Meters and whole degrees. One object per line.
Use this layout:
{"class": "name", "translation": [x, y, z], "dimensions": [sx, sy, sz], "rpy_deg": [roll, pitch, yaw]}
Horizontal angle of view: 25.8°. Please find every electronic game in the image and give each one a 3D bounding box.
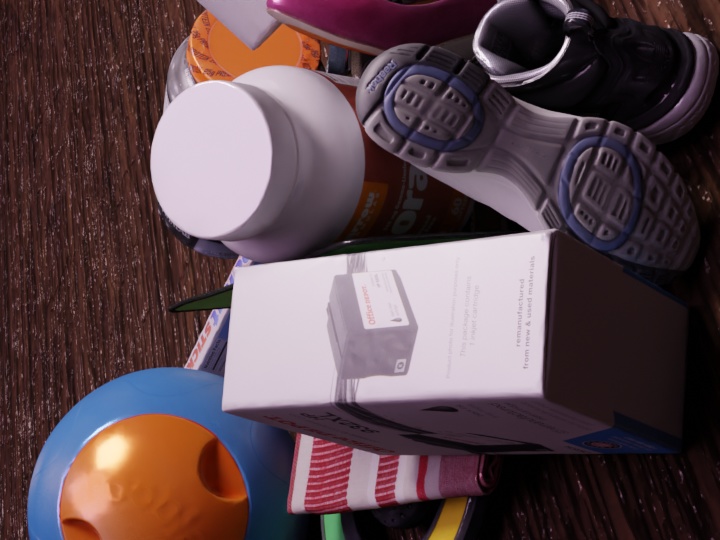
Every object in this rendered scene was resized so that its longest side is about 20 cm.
{"class": "electronic game", "translation": [0.027, 0.125, 1.009], "dimensions": [0.200, 0.041, 0.201], "rpy_deg": [-36, 47, 52]}

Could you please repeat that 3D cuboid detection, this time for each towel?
{"class": "towel", "translation": [0.024, 0.078, 0.982], "dimensions": [0.200, 0.023, 0.145], "rpy_deg": [-19, 57, 52]}

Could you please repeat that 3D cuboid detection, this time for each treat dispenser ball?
{"class": "treat dispenser ball", "translation": [-0.136, 0.170, 1.127], "dimensions": [0.201, 0.200, 0.202], "rpy_deg": [-37, 46, 51]}

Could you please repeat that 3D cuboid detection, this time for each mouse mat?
{"class": "mouse mat", "translation": [0.000, 0.000, 0.925], "dimensions": [0.200, 0.161, 0.008], "rpy_deg": [-17, 80, 50]}

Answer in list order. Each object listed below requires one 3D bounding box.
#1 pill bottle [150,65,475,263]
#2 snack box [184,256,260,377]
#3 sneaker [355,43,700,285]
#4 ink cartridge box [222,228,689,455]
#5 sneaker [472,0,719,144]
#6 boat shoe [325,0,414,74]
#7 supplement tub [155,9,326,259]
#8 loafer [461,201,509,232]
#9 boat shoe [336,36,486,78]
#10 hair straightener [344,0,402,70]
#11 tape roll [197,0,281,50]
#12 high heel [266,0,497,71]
{"class": "pill bottle", "translation": [-0.024, -0.058, 0.910], "dimensions": [0.112, 0.200, 0.113], "rpy_deg": [0, 91, 34]}
{"class": "snack box", "translation": [-0.071, 0.025, 1.212], "dimensions": [0.200, 0.072, 0.024], "rpy_deg": [-62, 31, 25]}
{"class": "sneaker", "translation": [0.090, -0.058, 0.835], "dimensions": [0.075, 0.200, 0.087], "rpy_deg": [-59, 3, 0]}
{"class": "ink cartridge box", "translation": [0.049, 0.045, 0.822], "dimensions": [0.199, 0.145, 0.084], "rpy_deg": [-6, 72, 37]}
{"class": "sneaker", "translation": [0.101, -0.109, 0.896], "dimensions": [0.200, 0.114, 0.076], "rpy_deg": [-14, 58, 60]}
{"class": "boat shoe", "translation": [-0.011, -0.204, 1.189], "dimensions": [0.071, 0.091, 0.201], "rpy_deg": [42, 115, 60]}
{"class": "supplement tub", "translation": [-0.091, -0.108, 1.202], "dimensions": [0.200, 0.122, 0.123], "rpy_deg": [109, 160, -56]}
{"class": "loafer", "translation": [0.013, -0.023, 1.042], "dimensions": [0.200, 0.071, 0.073], "rpy_deg": [1, 85, 48]}
{"class": "boat shoe", "translation": [0.012, -0.116, 1.036], "dimensions": [0.200, 0.066, 0.072], "rpy_deg": [-28, 29, 13]}
{"class": "hair straightener", "translation": [0.016, -0.156, 1.100], "dimensions": [0.200, 0.041, 0.077], "rpy_deg": [105, 167, -44]}
{"class": "tape roll", "translation": [-0.028, -0.238, 1.013], "dimensions": [0.203, 0.071, 0.202], "rpy_deg": [-48, 6, 6]}
{"class": "high heel", "translation": [0.042, -0.173, 0.952], "dimensions": [0.067, 0.199, 0.096], "rpy_deg": [-148, 67, -68]}
